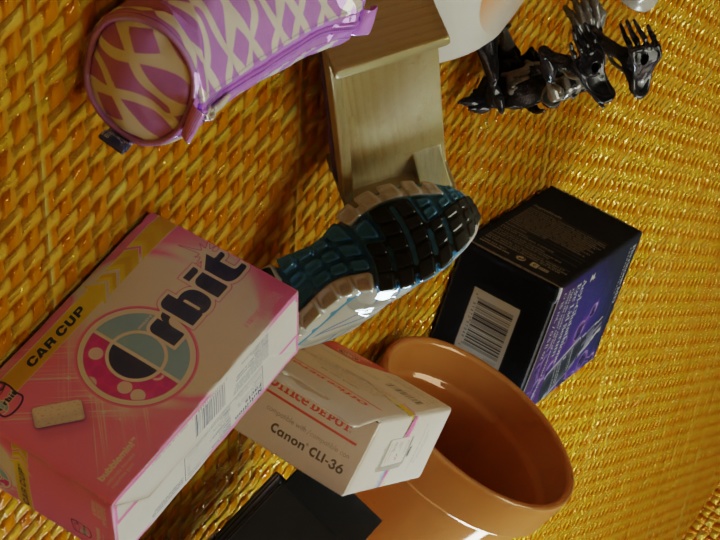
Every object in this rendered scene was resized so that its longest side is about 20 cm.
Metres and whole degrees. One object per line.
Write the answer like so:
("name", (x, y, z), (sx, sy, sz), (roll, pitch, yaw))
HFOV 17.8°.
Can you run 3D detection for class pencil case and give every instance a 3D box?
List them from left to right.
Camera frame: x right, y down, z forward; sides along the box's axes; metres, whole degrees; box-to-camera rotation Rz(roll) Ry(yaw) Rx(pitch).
("pencil case", (-0.074, -0.137, 1.313), (0.200, 0.085, 0.084), (-40, 154, -49))

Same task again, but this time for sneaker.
("sneaker", (0.000, 0.000, 1.614), (0.199, 0.075, 0.087), (-28, 165, 18))

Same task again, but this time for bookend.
("bookend", (-0.063, 0.208, 1.704), (0.199, 0.092, 0.200), (-45, 176, -33))

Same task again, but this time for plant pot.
("plant pot", (0.065, 0.176, 1.972), (0.140, 0.200, 0.200), (-52, 166, 25))

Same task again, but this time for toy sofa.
("toy sofa", (0.011, -0.127, 1.562), (0.082, 0.098, 0.200), (-18, 150, -6))

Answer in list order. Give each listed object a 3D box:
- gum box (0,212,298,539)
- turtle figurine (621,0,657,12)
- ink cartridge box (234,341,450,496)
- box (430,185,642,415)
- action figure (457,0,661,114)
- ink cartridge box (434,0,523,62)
("gum box", (-0.133, 0.063, 1.390), (0.200, 0.113, 0.066), (-49, 158, -32))
("turtle figurine", (0.233, -0.291, 1.794), (0.194, 0.199, 0.145), (121, -22, -77))
("ink cartridge box", (-0.023, 0.111, 1.740), (0.068, 0.116, 0.200), (-64, 160, 9))
("box", (0.159, 0.027, 2.116), (0.200, 0.104, 0.149), (-31, 144, -56))
("action figure", (0.147, -0.172, 1.784), (0.118, 0.200, 0.103), (-16, 100, -27))
("ink cartridge box", (0.066, -0.202, 1.641), (0.200, 0.050, 0.162), (-57, 161, -22))
